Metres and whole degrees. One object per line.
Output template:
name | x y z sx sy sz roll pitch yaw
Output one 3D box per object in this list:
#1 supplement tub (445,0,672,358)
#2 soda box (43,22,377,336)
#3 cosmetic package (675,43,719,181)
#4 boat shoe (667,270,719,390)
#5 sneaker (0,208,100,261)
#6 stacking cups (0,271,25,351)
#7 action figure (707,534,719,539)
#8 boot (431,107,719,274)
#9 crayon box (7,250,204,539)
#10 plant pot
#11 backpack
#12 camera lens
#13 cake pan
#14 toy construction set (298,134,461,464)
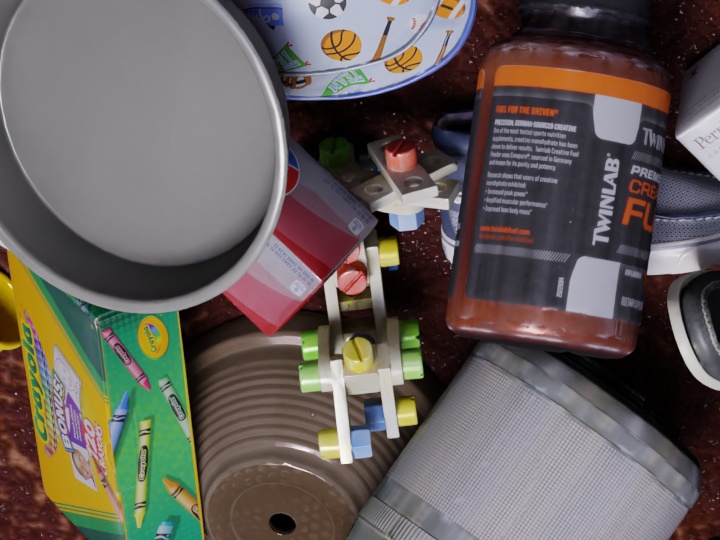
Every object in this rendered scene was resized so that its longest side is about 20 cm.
supplement tub | 0.109 -0.057 1.319 0.107 0.107 0.201 8 88 8
soda box | -0.091 -0.063 1.339 0.200 0.063 0.070 43 139 -1
cosmetic package | 0.280 -0.058 1.353 0.200 0.081 0.113 40 122 -17
boat shoe | 0.234 0.026 1.372 0.067 0.200 0.072 -24 75 33
sneaker | -0.109 -0.021 1.408 0.099 0.200 0.078 42 129 36
stacking cups | -0.301 0.064 1.590 0.200 0.061 0.061 -30 113 31
action figure | 0.256 0.199 1.501 0.193 0.105 0.200 -26 139 -16
boot | 0.139 -0.051 1.397 0.199 0.073 0.091 -4 119 11
crayon box | -0.157 0.078 1.520 0.058 0.119 0.201 -22 126 -26
plant pot | -0.041 0.132 1.555 0.200 0.093 0.201 7 126 9
backpack | -0.016 -0.183 1.299 0.199 0.154 0.191 -4 132 14
camera lens | 0.093 0.149 1.453 0.160 0.160 0.200 37 85 -13
cake pan | -0.122 -0.076 1.270 0.200 0.037 0.201 9 115 21
toy construction set | 0.000 0.000 1.426 0.092 0.131 0.201 6 123 -5
